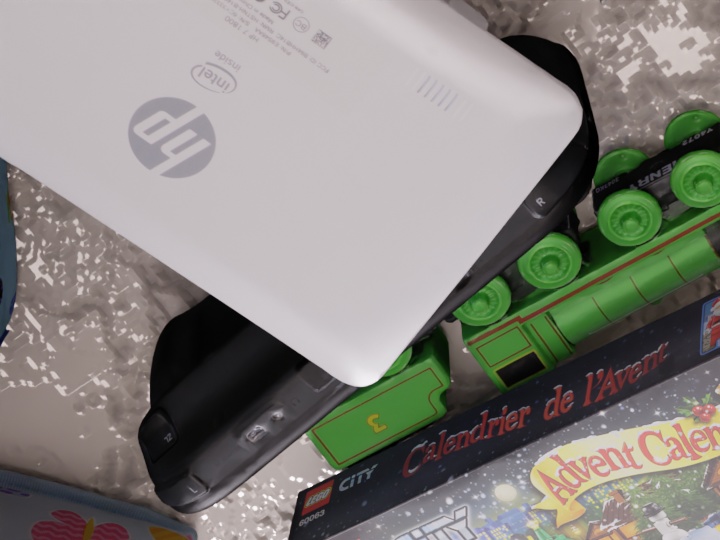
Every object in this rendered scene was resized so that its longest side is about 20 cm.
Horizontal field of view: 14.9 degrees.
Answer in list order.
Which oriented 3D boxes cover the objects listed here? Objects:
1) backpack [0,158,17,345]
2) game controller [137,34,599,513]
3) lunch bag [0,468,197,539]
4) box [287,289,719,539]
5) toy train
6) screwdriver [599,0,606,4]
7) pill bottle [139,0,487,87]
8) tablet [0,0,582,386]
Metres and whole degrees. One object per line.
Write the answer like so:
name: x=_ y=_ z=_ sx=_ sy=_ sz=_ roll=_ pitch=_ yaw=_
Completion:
backpack: x=-0.201 y=0.003 z=0.914 sx=0.134 sy=0.200 sz=0.183 roll=1 pitch=113 yaw=6
game controller: x=0.000 y=0.000 z=0.941 sx=0.200 sy=0.104 sz=0.042 roll=-39 pitch=109 yaw=20
lunch bag: x=-0.173 y=0.147 z=0.990 sx=0.200 sy=0.170 sz=0.127 roll=16 pitch=112 yaw=-4
box: x=0.093 y=0.097 z=0.977 sx=0.200 sy=0.038 sz=0.137 roll=-28 pitch=119 yaw=27
toy train: x=0.058 y=0.010 z=0.976 sx=0.200 sy=0.042 sz=0.056 roll=-28 pitch=117 yaw=17
screwdriver: x=0.102 y=-0.179 z=0.892 sx=0.029 sy=0.028 sz=0.200 roll=19 pitch=114 yaw=30
pill bottle: x=-0.057 y=-0.114 z=0.896 sx=0.200 sy=0.111 sz=0.111 roll=36 pitch=112 yaw=-10
tablet: x=-0.046 y=-0.059 z=0.852 sx=0.200 sy=0.014 sz=0.130 roll=34 pitch=118 yaw=-7
